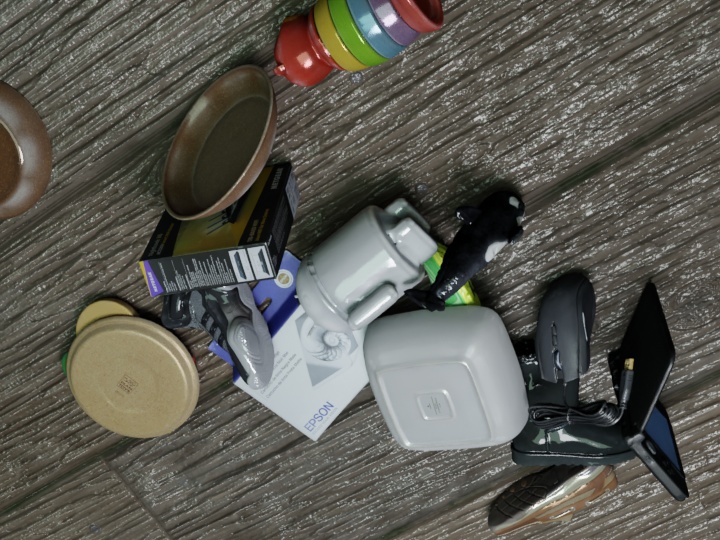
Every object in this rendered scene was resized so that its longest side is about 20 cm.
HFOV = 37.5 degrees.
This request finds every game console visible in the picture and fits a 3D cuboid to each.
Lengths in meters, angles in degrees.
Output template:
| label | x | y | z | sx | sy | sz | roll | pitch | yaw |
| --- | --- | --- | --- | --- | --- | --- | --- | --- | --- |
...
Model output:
| label | x | y | z | sx | sy | sz | roll | pitch | yaw |
| --- | --- | --- | --- | --- | --- | --- | --- | --- | --- |
| game console | 0.376 | 0.146 | 1.306 | 0.116 | 0.201 | 0.176 | -37 | 105 | 22 |

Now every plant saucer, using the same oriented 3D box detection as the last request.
| label | x | y | z | sx | sy | sz | roll | pitch | yaw |
| --- | --- | --- | --- | --- | --- | --- | --- | --- | --- |
| plant saucer | -0.501 | -0.153 | 1.377 | 0.197 | 0.037 | 0.203 | 3 | 114 | 6 |
| plant saucer | -0.160 | -0.145 | 1.254 | 0.200 | 0.202 | 0.036 | -41 | 132 | 22 |

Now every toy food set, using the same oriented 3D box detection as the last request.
| label | x | y | z | sx | sy | sz | roll | pitch | yaw |
| --- | --- | --- | --- | --- | --- | --- | --- | --- | --- |
| toy food set | -0.320 | 0.147 | 1.483 | 0.198 | 0.049 | 0.200 | 24 | 115 | -4 |

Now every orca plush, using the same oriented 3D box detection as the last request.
| label | x | y | z | sx | sy | sz | roll | pitch | yaw |
| --- | --- | --- | --- | --- | --- | --- | --- | --- | --- |
| orca plush | 0.122 | -0.041 | 1.274 | 0.200 | 0.105 | 0.071 | -41 | 109 | -15 |

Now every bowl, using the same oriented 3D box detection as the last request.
| label | x | y | z | sx | sy | sz | roll | pitch | yaw |
| --- | --- | --- | --- | --- | --- | --- | --- | --- | --- |
| bowl | 0.103 | 0.152 | 1.356 | 0.197 | 0.075 | 0.202 | -8 | 119 | 25 |

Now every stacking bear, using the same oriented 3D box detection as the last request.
| label | x | y | z | sx | sy | sz | roll | pitch | yaw |
| --- | --- | --- | --- | --- | --- | --- | --- | --- | --- |
| stacking bear | -0.015 | -0.282 | 1.219 | 0.198 | 0.122 | 0.115 | -25 | 103 | 27 |

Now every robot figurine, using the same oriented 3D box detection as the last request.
| label | x | y | z | sx | sy | sz | roll | pitch | yaw |
| --- | --- | --- | --- | --- | --- | --- | --- | --- | --- |
| robot figurine | 0.000 | 0.000 | 1.312 | 0.199 | 0.170 | 0.113 | -37 | 124 | 17 |

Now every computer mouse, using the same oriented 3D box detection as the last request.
| label | x | y | z | sx | sy | sz | roll | pitch | yaw |
| --- | --- | --- | --- | --- | --- | --- | --- | --- | --- |
| computer mouse | 0.269 | 0.094 | 1.298 | 0.139 | 0.203 | 0.046 | -2 | 159 | 42 |

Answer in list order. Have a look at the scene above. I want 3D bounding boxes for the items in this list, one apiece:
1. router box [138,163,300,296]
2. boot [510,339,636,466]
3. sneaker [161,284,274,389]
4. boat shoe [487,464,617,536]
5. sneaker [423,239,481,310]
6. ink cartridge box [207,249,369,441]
| label | x | y | z | sx | sy | sz | roll | pitch | yaw |
| --- | --- | --- | --- | --- | --- | --- | --- | --- | --- |
| router box | -0.165 | -0.052 | 1.286 | 0.155 | 0.201 | 0.053 | -9 | 121 | 11 |
| boot | 0.280 | 0.172 | 1.407 | 0.195 | 0.073 | 0.165 | -4 | 107 | 5 |
| sneaker | -0.192 | 0.073 | 1.404 | 0.113 | 0.075 | 0.202 | -24 | 87 | 24 |
| boat shoe | 0.268 | 0.321 | 1.472 | 0.199 | 0.076 | 0.072 | -34 | 108 | 22 |
| sneaker | 0.115 | 0.054 | 1.368 | 0.083 | 0.074 | 0.202 | -20 | 111 | 12 |
| ink cartridge box | -0.081 | 0.105 | 1.436 | 0.199 | 0.041 | 0.200 | 36 | 114 | -9 |
